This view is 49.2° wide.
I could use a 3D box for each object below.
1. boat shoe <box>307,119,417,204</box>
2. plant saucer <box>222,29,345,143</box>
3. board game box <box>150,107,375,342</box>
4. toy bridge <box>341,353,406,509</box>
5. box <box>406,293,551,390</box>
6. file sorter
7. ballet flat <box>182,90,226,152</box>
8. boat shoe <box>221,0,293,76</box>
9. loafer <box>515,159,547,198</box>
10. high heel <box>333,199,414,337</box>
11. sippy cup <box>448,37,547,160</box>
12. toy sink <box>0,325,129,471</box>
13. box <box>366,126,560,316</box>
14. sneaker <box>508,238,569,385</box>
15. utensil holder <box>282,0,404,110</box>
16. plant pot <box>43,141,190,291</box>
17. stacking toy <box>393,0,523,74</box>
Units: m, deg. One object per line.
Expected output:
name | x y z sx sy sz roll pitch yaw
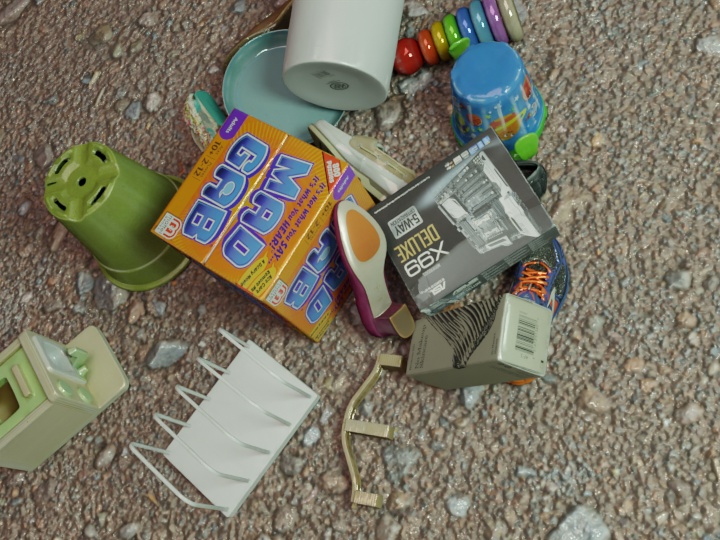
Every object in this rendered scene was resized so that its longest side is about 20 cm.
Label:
boat shoe | 0.006 -0.159 1.147 0.068 0.075 0.200 -42 70 -7
plant saucer | -0.114 -0.280 1.227 0.198 0.027 0.202 0 76 1
board game box | -0.114 -0.057 1.071 0.199 0.200 0.201 28 81 26
toy bridge | 0.010 0.208 1.025 0.067 0.027 0.202 5 72 23
box | 0.136 0.090 0.939 0.200 0.068 0.083 -26 49 59
file sorter | -0.181 0.196 1.040 0.138 0.125 0.201 34 83 26
ballet flat | -0.227 -0.203 1.249 0.064 0.075 0.201 -51 54 30
boat shoe | -0.142 -0.379 1.285 0.200 0.072 0.068 -37 30 11
loafer | 0.154 -0.106 1.072 0.199 0.070 0.069 -17 66 12
high heel | 0.000 0.000 1.021 0.067 0.201 0.096 -41 23 -25
sippy cup | 0.181 -0.240 1.082 0.177 0.130 0.140 23 78 25
toy sink | -0.465 0.173 1.150 0.200 0.112 0.131 -39 63 1
box | 0.128 -0.060 1.007 0.199 0.050 0.158 -32 68 13
sneaker | 0.217 0.042 0.991 0.075 0.078 0.202 8 73 20
utensil holder | -0.022 -0.358 1.150 0.169 0.170 0.202 4 78 20
plant pot | -0.365 -0.094 1.176 0.198 0.190 0.202 -7 68 17
stacking toy | 0.138 -0.347 1.174 0.199 0.085 0.086 -19 65 19
